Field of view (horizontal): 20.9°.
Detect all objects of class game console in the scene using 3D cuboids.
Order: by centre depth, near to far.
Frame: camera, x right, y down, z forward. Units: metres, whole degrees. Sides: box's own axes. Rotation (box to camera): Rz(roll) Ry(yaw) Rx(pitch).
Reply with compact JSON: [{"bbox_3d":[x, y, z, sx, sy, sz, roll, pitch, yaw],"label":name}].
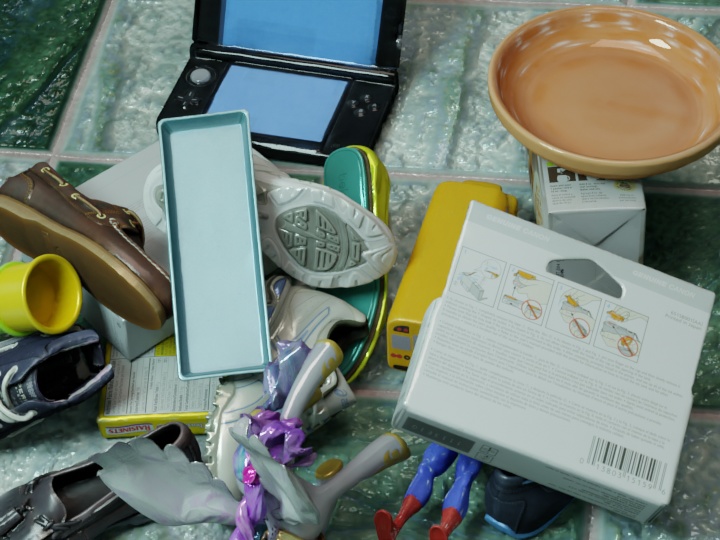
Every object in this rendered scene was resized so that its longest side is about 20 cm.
[{"bbox_3d":[-0.070,-0.198,1.731,0.199,0.117,0.176,9,46,14],"label":"game console"}]

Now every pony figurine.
[{"bbox_3d":[-0.062,0.146,1.340,0.166,0.194,0.200,-6,40,39],"label":"pony figurine"}]

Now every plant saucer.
[{"bbox_3d":[-0.107,-0.019,1.439,0.069,0.019,0.202,-7,76,1],"label":"plant saucer"},{"bbox_3d":[0.198,-0.137,1.546,0.199,0.038,0.201,1,44,-1],"label":"plant saucer"}]

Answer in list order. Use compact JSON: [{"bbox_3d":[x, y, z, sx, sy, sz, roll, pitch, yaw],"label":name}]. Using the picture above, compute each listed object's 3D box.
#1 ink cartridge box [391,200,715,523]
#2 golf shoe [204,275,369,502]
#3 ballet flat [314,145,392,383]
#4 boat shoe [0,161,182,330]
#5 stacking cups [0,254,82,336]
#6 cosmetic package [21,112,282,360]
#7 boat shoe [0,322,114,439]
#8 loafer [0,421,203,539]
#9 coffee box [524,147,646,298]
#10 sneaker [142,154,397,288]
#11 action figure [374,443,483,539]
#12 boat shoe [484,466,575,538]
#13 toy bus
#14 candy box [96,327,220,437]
[{"bbox_3d":[0.140,0.063,1.391,0.199,0.044,0.174,21,61,-3],"label":"ink cartridge box"},{"bbox_3d":[-0.055,0.096,1.448,0.097,0.078,0.201,12,61,12],"label":"golf shoe"},{"bbox_3d":[0.000,0.000,1.552,0.066,0.067,0.201,-6,71,26],"label":"ballet flat"},{"bbox_3d":[-0.202,-0.026,1.492,0.199,0.071,0.070,33,59,30],"label":"boat shoe"},{"bbox_3d":[-0.302,0.023,1.513,0.199,0.061,0.061,-4,37,41],"label":"stacking cups"},{"bbox_3d":[-0.154,-0.032,1.580,0.199,0.052,0.151,-32,54,-26],"label":"cosmetic package"},{"bbox_3d":[-0.278,0.093,1.459,0.199,0.075,0.093,-29,10,-21],"label":"boat shoe"},{"bbox_3d":[-0.208,0.163,1.416,0.199,0.063,0.072,-22,47,-17],"label":"loafer"},{"bbox_3d":[0.180,-0.076,1.591,0.079,0.115,0.201,-3,45,1],"label":"coffee box"},{"bbox_3d":[-0.062,-0.052,1.513,0.199,0.078,0.099,20,22,3],"label":"sneaker"},{"bbox_3d":[0.076,0.108,1.418,0.065,0.100,0.200,15,37,19],"label":"action figure"},{"bbox_3d":[0.163,0.113,1.433,0.084,0.069,0.200,20,50,23],"label":"boat shoe"},{"bbox_3d":[0.075,-0.002,1.549,0.065,0.079,0.201,9,46,13],"label":"toy bus"},{"bbox_3d":[-0.149,0.049,1.553,0.101,0.027,0.201,-4,44,4],"label":"candy box"}]
